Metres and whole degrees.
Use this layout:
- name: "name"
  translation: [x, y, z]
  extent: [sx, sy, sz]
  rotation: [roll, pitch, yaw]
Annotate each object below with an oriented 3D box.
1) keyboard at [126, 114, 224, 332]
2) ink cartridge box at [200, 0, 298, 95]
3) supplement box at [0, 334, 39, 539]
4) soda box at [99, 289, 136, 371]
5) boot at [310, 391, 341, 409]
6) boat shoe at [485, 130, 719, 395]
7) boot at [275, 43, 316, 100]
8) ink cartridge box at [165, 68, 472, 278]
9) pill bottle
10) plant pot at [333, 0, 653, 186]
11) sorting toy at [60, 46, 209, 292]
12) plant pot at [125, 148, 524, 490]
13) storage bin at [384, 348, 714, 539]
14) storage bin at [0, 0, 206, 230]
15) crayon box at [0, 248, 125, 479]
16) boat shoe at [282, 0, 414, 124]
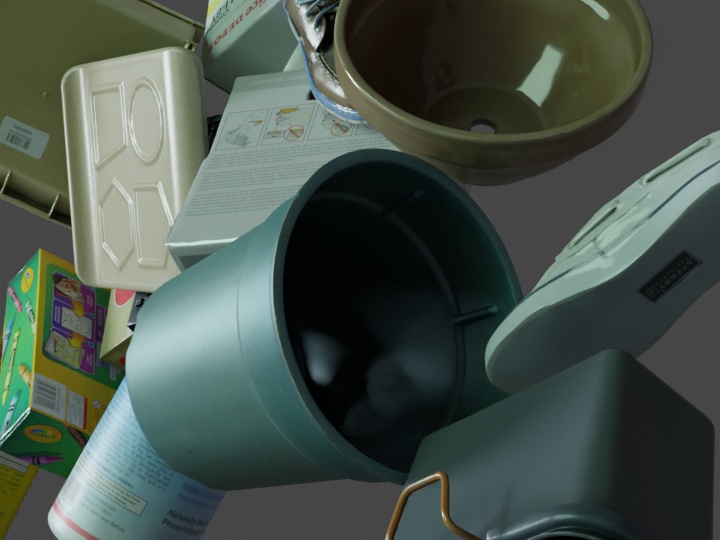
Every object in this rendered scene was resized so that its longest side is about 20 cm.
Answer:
- name: "keyboard"
  translation: [-0.162, -0.039, 1.391]
  extent: [0.127, 0.021, 0.201]
  rotation: [-19, 47, 40]
- name: "ink cartridge box"
  translation: [-0.064, -0.261, 1.481]
  extent: [0.145, 0.083, 0.201]
  rotation: [-36, 38, 39]
- name: "supplement box"
  translation: [-0.366, 0.160, 1.574]
  extent: [0.109, 0.109, 0.201]
  rotation: [19, 81, 61]
- name: "soda box"
  translation: [-0.170, -0.006, 1.452]
  extent: [0.068, 0.064, 0.201]
  rotation: [-34, 40, 40]
- name: "boot"
  translation: [0.000, 0.000, 1.178]
  extent: [0.188, 0.068, 0.200]
  rotation: [-36, 42, 20]
- name: "boat shoe"
  translation: [0.151, -0.003, 0.944]
  extent: [0.200, 0.074, 0.065]
  rotation: [-36, 32, 21]
- name: "boot"
  translation: [-0.050, -0.069, 1.279]
  extent: [0.200, 0.090, 0.073]
  rotation: [-61, 1, 21]
- name: "ink cartridge box"
  translation: [-0.018, -0.072, 1.165]
  extent: [0.199, 0.045, 0.177]
  rotation: [-4, 45, 24]
- name: "pill bottle"
  translation: [-0.140, 0.126, 1.243]
  extent: [0.200, 0.109, 0.109]
  rotation: [-61, 29, 1]
- name: "plant pot"
  translation: [0.083, -0.120, 1.076]
  extent: [0.093, 0.200, 0.201]
  rotation: [90, 179, -48]
- name: "sorting toy"
  translation: [-0.171, -0.076, 1.317]
  extent: [0.200, 0.036, 0.186]
  rotation: [2, 97, 54]
- name: "plant pot"
  translation: [-0.033, 0.050, 1.036]
  extent: [0.196, 0.200, 0.201]
  rotation: [-22, 48, 46]
- name: "storage bin"
  translation: [0.087, 0.130, 0.864]
  extent: [0.200, 0.145, 0.135]
  rotation: [-32, 30, 42]
- name: "storage bin"
  translation: [-0.265, -0.158, 1.433]
  extent: [0.199, 0.199, 0.094]
  rotation: [-63, 11, 12]
- name: "crayon box"
  translation: [-0.243, 0.086, 1.432]
  extent: [0.058, 0.119, 0.200]
  rotation: [-44, 33, 28]
- name: "boat shoe"
  translation: [-0.020, -0.176, 1.185]
  extent: [0.072, 0.073, 0.200]
  rotation: [-28, 41, -4]
